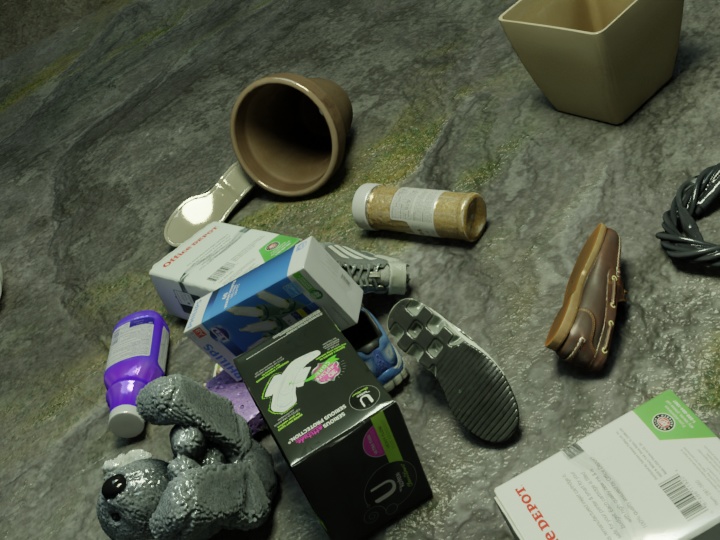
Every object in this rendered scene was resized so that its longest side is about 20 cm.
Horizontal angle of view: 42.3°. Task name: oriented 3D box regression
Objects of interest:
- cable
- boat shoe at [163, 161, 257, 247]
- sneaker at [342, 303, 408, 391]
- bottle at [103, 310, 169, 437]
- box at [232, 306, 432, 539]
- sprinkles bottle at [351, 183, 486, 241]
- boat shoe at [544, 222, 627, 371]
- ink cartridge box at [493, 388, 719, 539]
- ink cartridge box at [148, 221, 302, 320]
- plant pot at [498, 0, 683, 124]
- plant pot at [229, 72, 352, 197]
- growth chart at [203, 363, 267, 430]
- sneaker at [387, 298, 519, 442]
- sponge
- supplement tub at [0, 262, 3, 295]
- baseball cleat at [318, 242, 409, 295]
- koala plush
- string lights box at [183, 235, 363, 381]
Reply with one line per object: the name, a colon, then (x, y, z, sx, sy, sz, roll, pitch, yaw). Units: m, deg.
cable: (0.447, -0.071, 1.111, 0.161, 0.051, 0.201, 5, 48, 43)
boat shoe: (-0.251, -0.105, 1.588, 0.200, 0.073, 0.063, -44, -4, -16)
sneaker: (-0.009, 0.070, 1.169, 0.078, 0.090, 0.200, -33, 34, -12)
bottle: (-0.311, 0.142, 1.286, 0.082, 0.066, 0.201, -20, 36, 8)
box: (-0.032, 0.167, 1.008, 0.123, 0.150, 0.200, -29, 35, -9)
sprinkles bottle: (0.081, -0.084, 1.327, 0.197, 0.069, 0.068, 9, 47, 39)
boat shoe: (0.271, 0.031, 1.074, 0.069, 0.071, 0.202, 27, 54, 3)
ink cartridge box: (0.239, 0.220, 0.829, 0.198, 0.085, 0.147, -28, 35, -3)
ink cartridge box: (-0.187, 0.010, 1.349, 0.198, 0.084, 0.146, 13, 43, 42)
plant pot: (0.357, -0.337, 1.381, 0.199, 0.179, 0.199, -40, 37, -19)
plant pot: (-0.094, -0.248, 1.563, 0.197, 0.204, 0.175, -4, 24, 28)
growth chart: (-0.147, 0.144, 1.224, 0.142, 0.018, 0.202, -8, 39, 24)
sneaker: (0.119, 0.112, 1.056, 0.074, 0.088, 0.201, -46, 59, 12)
sponge: (-0.132, 0.149, 1.170, 0.199, 0.030, 0.111, -35, 37, -11)
supplement tub: (-0.714, -0.004, 1.651, 0.144, 0.146, 0.200, -34, 36, -12)
baseball cleat: (0.000, 0.000, 1.198, 0.105, 0.071, 0.199, 6, 7, 29)
koala plush: (-0.213, 0.247, 1.033, 0.198, 0.183, 0.180, -31, 55, 20)
string lights box: (-0.105, 0.050, 1.117, 0.198, 0.103, 0.060, -28, 31, 30)
